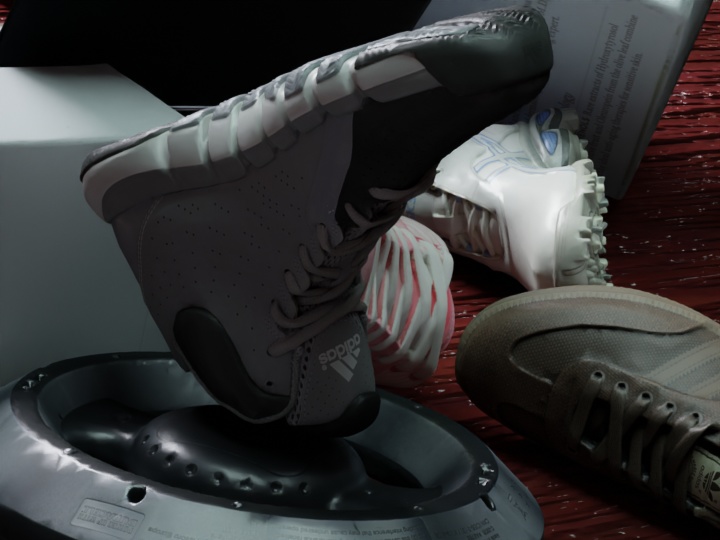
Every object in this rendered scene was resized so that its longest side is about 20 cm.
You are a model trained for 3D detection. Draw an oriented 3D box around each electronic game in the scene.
[{"bbox_3d":[-0.038,0.071,0.781,0.199,0.042,0.200,9,13,-2],"label":"electronic game"}]

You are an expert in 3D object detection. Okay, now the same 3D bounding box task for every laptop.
[{"bbox_3d":[-0.083,-0.124,0.968,0.187,0.116,0.200,-2,20,-34],"label":"laptop"}]

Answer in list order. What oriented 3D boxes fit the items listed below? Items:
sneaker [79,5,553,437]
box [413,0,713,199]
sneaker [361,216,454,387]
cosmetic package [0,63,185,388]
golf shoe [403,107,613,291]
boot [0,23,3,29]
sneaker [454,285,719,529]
[{"bbox_3d":[-0.001,-0.008,0.738,0.075,0.116,0.200,-21,4,-42],"label":"sneaker"},{"bbox_3d":[0.109,-0.187,1.220,0.171,0.200,0.199,23,66,7],"label":"box"},{"bbox_3d":[0.000,0.000,0.901,0.104,0.076,0.200,15,-8,-14],"label":"sneaker"},{"bbox_3d":[-0.160,-0.010,0.841,0.199,0.113,0.081,-6,28,-38],"label":"cosmetic package"},{"bbox_3d":[0.067,-0.019,1.092,0.097,0.079,0.200,-5,16,-1],"label":"golf shoe"},{"bbox_3d":[-0.134,-0.068,1.086,0.146,0.070,0.200,6,20,-1],"label":"boot"},{"bbox_3d":[0.132,0.060,0.898,0.199,0.071,0.076,15,21,5],"label":"sneaker"}]
